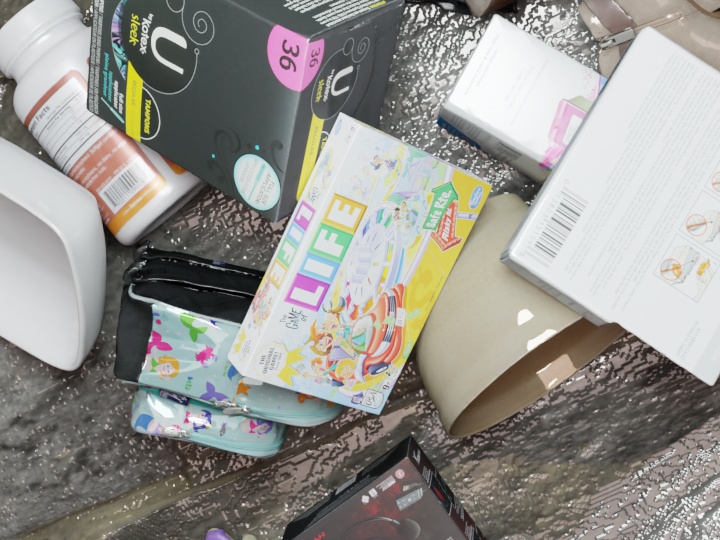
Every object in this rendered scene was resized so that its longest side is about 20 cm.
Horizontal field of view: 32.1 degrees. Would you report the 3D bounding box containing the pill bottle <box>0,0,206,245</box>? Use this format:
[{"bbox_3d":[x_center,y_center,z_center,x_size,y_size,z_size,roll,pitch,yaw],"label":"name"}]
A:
[{"bbox_3d":[-0.220,-0.131,1.063,0.112,0.112,0.201,-38,93,9],"label":"pill bottle"}]

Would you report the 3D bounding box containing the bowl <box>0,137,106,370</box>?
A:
[{"bbox_3d":[-0.294,-0.028,1.064,0.198,0.075,0.201,29,140,14],"label":"bowl"}]

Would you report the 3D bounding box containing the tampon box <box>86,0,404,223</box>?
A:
[{"bbox_3d":[-0.091,-0.160,0.947,0.198,0.126,0.152,30,128,24],"label":"tampon box"}]

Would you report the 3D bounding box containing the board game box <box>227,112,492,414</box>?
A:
[{"bbox_3d":[0.000,0.000,0.943,0.133,0.034,0.202,19,102,-34],"label":"board game box"}]

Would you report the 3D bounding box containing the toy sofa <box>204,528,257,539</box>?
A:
[{"bbox_3d":[-0.136,0.345,1.140,0.097,0.083,0.202,25,100,0],"label":"toy sofa"}]

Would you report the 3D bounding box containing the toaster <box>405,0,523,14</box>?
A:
[{"bbox_3d":[0.039,-0.282,1.017,0.197,0.114,0.131,5,97,6],"label":"toaster"}]

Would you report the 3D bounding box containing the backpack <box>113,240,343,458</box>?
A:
[{"bbox_3d":[-0.101,0.067,1.050,0.197,0.178,0.153,6,102,-6],"label":"backpack"}]

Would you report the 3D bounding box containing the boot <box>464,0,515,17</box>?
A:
[{"bbox_3d":[0.130,-0.300,0.966,0.064,0.198,0.189,1,104,48],"label":"boot"}]

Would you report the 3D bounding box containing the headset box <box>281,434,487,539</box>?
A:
[{"bbox_3d":[0.044,0.276,1.116,0.148,0.075,0.201,-35,94,9],"label":"headset box"}]

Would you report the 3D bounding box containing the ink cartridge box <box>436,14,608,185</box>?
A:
[{"bbox_3d":[0.168,-0.111,1.011,0.198,0.145,0.085,31,91,0],"label":"ink cartridge box"}]

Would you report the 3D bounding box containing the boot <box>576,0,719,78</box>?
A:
[{"bbox_3d":[0.272,-0.172,1.036,0.145,0.070,0.202,-24,104,15],"label":"boot"}]

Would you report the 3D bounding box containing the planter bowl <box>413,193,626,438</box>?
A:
[{"bbox_3d":[0.119,0.024,1.026,0.199,0.200,0.136,-36,72,9],"label":"planter bowl"}]

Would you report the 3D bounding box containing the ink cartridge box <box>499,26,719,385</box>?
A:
[{"bbox_3d":[0.225,-0.046,0.909,0.172,0.044,0.201,33,83,0],"label":"ink cartridge box"}]
